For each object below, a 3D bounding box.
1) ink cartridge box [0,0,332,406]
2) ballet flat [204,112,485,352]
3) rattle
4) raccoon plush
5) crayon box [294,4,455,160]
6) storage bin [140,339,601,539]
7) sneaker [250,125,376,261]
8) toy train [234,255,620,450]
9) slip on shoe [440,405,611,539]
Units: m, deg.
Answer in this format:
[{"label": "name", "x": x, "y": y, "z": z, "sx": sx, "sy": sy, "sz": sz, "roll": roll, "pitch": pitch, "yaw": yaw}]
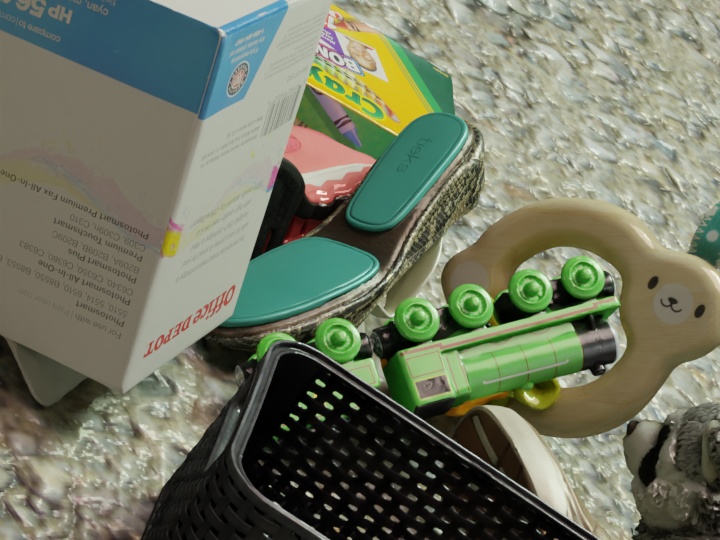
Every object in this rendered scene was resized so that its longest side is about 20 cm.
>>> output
[{"label": "ink cartridge box", "x": -0.114, "y": -0.050, "z": 1.280, "sx": 0.125, "sy": 0.200, "sz": 0.129, "roll": 25, "pitch": 22, "yaw": 14}, {"label": "ballet flat", "x": 0.000, "y": 0.000, "z": 1.444, "sx": 0.068, "sy": 0.075, "sz": 0.200, "roll": 19, "pitch": 47, "yaw": 36}, {"label": "rattle", "x": 0.124, "y": 0.008, "z": 1.443, "sx": 0.143, "sy": 0.200, "sz": 0.130, "roll": 39, "pitch": 44, "yaw": -58}, {"label": "raccoon plush", "x": 0.199, "y": 0.150, "z": 1.394, "sx": 0.200, "sy": 0.134, "sz": 0.097, "roll": 36, "pitch": 25, "yaw": -4}, {"label": "crayon box", "x": -0.042, "y": -0.109, "z": 1.609, "sx": 0.200, "sy": 0.058, "sz": 0.119, "roll": 29, "pitch": 26, "yaw": -17}, {"label": "storage bin", "x": 0.011, "y": 0.139, "z": 1.223, "sx": 0.200, "sy": 0.094, "sz": 0.135, "roll": 33, "pitch": 26, "yaw": -7}, {"label": "sneaker", "x": -0.058, "y": -0.041, "z": 1.487, "sx": 0.087, "sy": 0.074, "sz": 0.200, "roll": 35, "pitch": 18, "yaw": 35}, {"label": "toy train", "x": 0.037, "y": 0.041, "z": 1.373, "sx": 0.200, "sy": 0.042, "sz": 0.056, "roll": -13, "pitch": 74, "yaw": -19}, {"label": "slip on shoe", "x": 0.101, "y": 0.150, "z": 1.337, "sx": 0.061, "sy": 0.076, "sz": 0.200, "roll": 3, "pitch": 44, "yaw": -39}]
